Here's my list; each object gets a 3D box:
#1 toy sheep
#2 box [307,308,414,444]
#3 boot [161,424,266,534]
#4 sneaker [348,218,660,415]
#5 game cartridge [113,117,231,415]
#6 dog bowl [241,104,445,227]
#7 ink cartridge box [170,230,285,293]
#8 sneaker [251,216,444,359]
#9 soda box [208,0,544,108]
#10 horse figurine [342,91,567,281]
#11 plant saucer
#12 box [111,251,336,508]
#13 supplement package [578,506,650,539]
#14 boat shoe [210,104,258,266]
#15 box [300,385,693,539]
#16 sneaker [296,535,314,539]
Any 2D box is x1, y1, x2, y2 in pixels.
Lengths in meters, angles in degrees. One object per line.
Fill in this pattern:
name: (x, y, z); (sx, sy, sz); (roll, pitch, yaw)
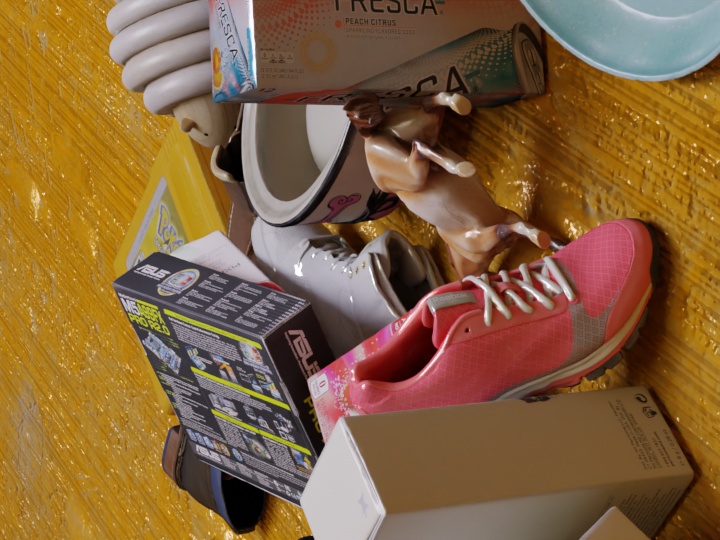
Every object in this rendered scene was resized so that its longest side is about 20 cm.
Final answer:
toy sheep: (-0.136, -0.191, 1.513); (0.138, 0.137, 0.201); (-22, 89, 60)
box: (0.054, 0.136, 1.191); (0.100, 0.095, 0.201); (-35, 59, 34)
boot: (-0.100, 0.113, 1.543); (0.097, 0.074, 0.201); (43, 137, 37)
sneaker: (0.079, 0.033, 1.088); (0.200, 0.087, 0.074); (-39, 40, 6)
game cartridge: (-0.151, -0.006, 1.652); (0.177, 0.032, 0.200); (66, 146, 34)
dog bowl: (-0.008, -0.121, 1.303); (0.200, 0.073, 0.201); (142, 133, -56)
ink cartridge box: (-0.059, 0.072, 1.375); (0.162, 0.050, 0.200); (66, 171, -24)
sneaker: (0.000, 0.000, 1.341); (0.200, 0.073, 0.116); (56, 137, 30)
soda box: (0.010, -0.135, 1.166); (0.063, 0.199, 0.069); (-9, 84, 62)
horse figurine: (0.055, -0.048, 1.162); (0.050, 0.200, 0.132); (-55, 25, -17)
plant saucer: (0.140, -0.200, 1.036); (0.200, 0.036, 0.201); (34, 141, 34)
box: (-0.075, 0.079, 1.330); (0.200, 0.044, 0.161); (15, 135, 53)
supplement package: (0.105, 0.263, 1.022); (0.151, 0.152, 0.200); (43, 136, 13)
boat shoe: (-0.081, -0.080, 1.470); (0.075, 0.074, 0.203); (57, 139, 43)
box: (0.075, 0.119, 1.066); (0.069, 0.199, 0.082); (65, 144, 35)
sneaker: (0.023, 0.220, 1.317); (0.200, 0.073, 0.112); (47, 129, 39)
